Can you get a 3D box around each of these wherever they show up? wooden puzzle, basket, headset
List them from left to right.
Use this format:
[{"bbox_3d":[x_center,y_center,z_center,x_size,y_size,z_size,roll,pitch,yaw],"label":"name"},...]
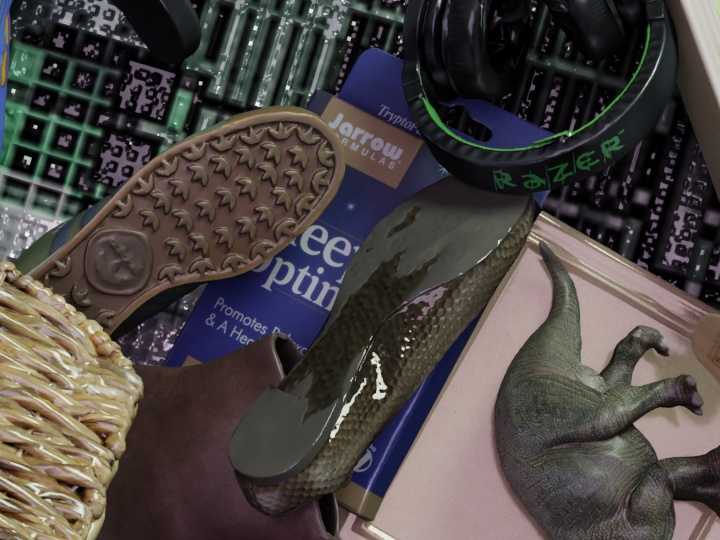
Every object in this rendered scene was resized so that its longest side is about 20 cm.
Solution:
[{"bbox_3d":[-0.211,0.072,1.068,0.200,0.149,0.143,23,50,-10],"label":"basket"},{"bbox_3d":[0.072,-0.129,1.141,0.123,0.094,0.200,-18,50,12],"label":"headset"},{"bbox_3d":[0.098,0.087,1.170,0.200,0.037,0.185,29,85,9],"label":"wooden puzzle"}]

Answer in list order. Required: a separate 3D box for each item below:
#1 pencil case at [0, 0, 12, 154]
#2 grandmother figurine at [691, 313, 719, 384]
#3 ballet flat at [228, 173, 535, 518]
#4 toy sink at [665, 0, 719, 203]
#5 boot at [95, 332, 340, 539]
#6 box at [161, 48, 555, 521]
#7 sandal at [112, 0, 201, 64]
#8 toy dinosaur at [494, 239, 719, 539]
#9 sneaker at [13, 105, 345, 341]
[{"bbox_3d":[-0.201,-0.078,1.171,0.087,0.078,0.201,4,84,24],"label":"pencil case"},{"bbox_3d":[0.227,0.004,1.115,0.061,0.200,0.121,46,132,23],"label":"grandmother figurine"},{"bbox_3d":[0.014,0.031,1.096,0.067,0.046,0.200,13,53,39],"label":"ballet flat"},{"bbox_3d":[0.245,-0.116,1.146,0.200,0.112,0.131,-18,84,0],"label":"toy sink"},{"bbox_3d":[-0.087,0.137,1.121,0.166,0.072,0.201,-15,78,25],"label":"boot"},{"bbox_3d":[0.000,0.000,1.167,0.121,0.032,0.200,27,84,19],"label":"box"},{"bbox_3d":[-0.145,-0.179,1.182,0.045,0.075,0.200,-31,86,-18],"label":"sandal"},{"bbox_3d":[0.103,0.081,1.114,0.102,0.077,0.200,-20,83,-4],"label":"toy dinosaur"},{"bbox_3d":[-0.100,-0.015,1.155,0.200,0.090,0.067,-35,104,1],"label":"sneaker"}]
